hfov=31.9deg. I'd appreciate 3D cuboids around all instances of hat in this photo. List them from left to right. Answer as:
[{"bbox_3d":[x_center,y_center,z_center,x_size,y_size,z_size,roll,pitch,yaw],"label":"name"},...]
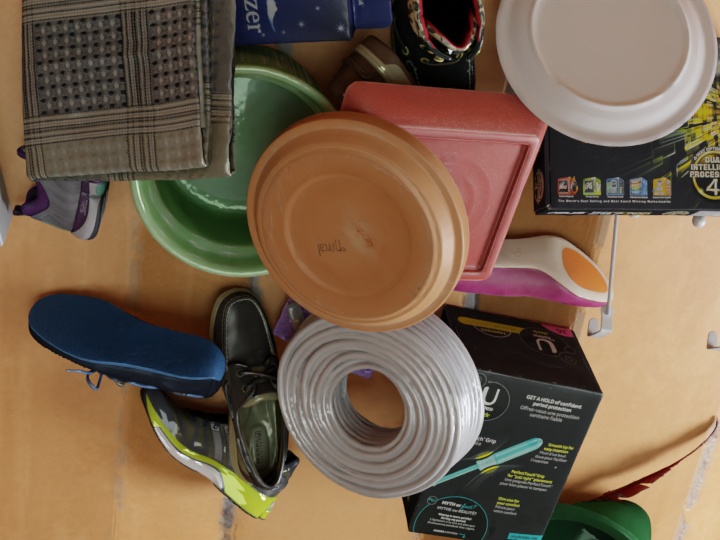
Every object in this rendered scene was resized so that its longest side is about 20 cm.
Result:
[{"bbox_3d":[0.298,0.275,1.450,0.198,0.176,0.167,6,129,33],"label":"hat"}]

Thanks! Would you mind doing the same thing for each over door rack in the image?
[{"bbox_3d":[0.313,-0.023,1.228,0.146,0.067,0.203,8,94,-11],"label":"over door rack"}]

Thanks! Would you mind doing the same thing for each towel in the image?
[{"bbox_3d":[-0.194,-0.171,1.044,0.197,0.035,0.195,-1,88,16],"label":"towel"}]

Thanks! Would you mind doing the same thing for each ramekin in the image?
[{"bbox_3d":[-0.107,-0.105,1.138,0.197,0.098,0.202,-3,119,-6],"label":"ramekin"}]

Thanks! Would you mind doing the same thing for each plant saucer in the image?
[{"bbox_3d":[-0.007,-0.035,1.065,0.198,0.032,0.203,11,122,18],"label":"plant saucer"},{"bbox_3d":[0.061,-0.065,1.114,0.197,0.037,0.201,1,127,-22],"label":"plant saucer"}]

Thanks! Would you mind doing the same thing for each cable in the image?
[{"bbox_3d":[0.016,0.118,1.196,0.198,0.069,0.203,-1,108,26],"label":"cable"}]

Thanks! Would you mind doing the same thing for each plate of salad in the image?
[{"bbox_3d":[0.215,-0.199,1.112,0.197,0.203,0.048,-5,162,-5],"label":"plate of salad"}]

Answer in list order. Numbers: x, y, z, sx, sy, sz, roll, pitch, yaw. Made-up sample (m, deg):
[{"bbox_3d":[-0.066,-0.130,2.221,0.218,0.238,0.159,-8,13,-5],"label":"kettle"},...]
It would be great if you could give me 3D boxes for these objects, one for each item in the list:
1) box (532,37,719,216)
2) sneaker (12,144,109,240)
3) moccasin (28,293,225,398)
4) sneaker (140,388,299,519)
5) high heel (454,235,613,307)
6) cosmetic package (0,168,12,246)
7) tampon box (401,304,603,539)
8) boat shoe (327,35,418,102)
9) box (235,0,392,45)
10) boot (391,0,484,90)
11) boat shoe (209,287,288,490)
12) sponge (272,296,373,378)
[{"bbox_3d":[0.257,-0.132,1.163,0.197,0.049,0.164,1,84,-8],"label":"box"},{"bbox_3d":[-0.261,-0.122,1.124,0.086,0.075,0.202,12,117,-9],"label":"sneaker"},{"bbox_3d":[-0.229,0.086,1.221,0.198,0.081,0.069,21,145,8],"label":"moccasin"},{"bbox_3d":[-0.146,0.171,1.309,0.081,0.074,0.200,-47,118,1],"label":"sneaker"},{"bbox_3d":[0.156,0.010,1.268,0.198,0.068,0.096,16,140,-28],"label":"high heel"},{"bbox_3d":[-0.380,-0.115,1.109,0.100,0.074,0.202,-9,118,-2],"label":"cosmetic package"},{"bbox_3d":[0.135,0.162,1.301,0.148,0.127,0.202,11,116,-13],"label":"tampon box"},{"bbox_3d":[0.033,-0.120,1.147,0.075,0.075,0.203,-43,129,-4],"label":"boat shoe"},{"bbox_3d":[-0.075,-0.255,1.074,0.197,0.033,0.122,-2,119,8],"label":"box"},{"bbox_3d":[0.068,-0.196,1.080,0.073,0.154,0.206,-13,120,0],"label":"boot"},{"bbox_3d":[-0.102,0.119,1.250,0.071,0.066,0.204,-10,101,-26],"label":"boat shoe"},{"bbox_3d":[0.000,0.000,1.234,0.111,0.030,0.202,25,113,-2],"label":"sponge"}]
